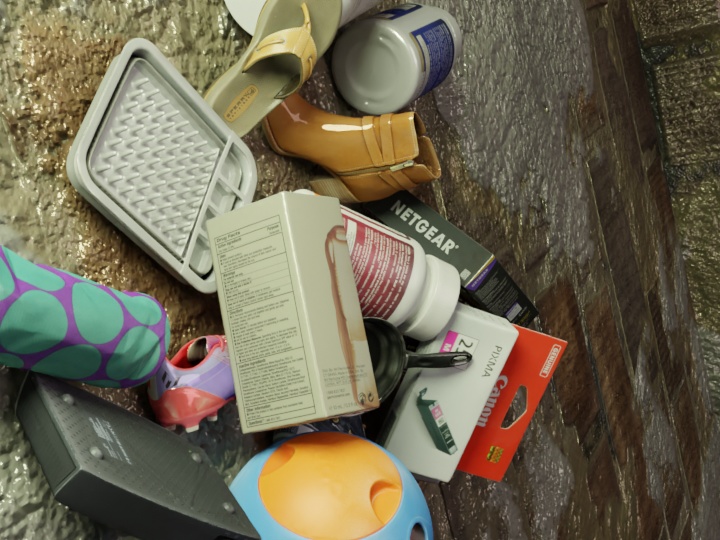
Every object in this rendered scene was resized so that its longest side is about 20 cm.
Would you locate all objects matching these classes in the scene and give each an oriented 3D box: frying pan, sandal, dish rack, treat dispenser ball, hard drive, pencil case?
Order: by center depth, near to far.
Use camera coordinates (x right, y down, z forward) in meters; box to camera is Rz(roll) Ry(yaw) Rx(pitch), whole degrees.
[{"bbox_3d":[-0.235,0.031,0.707,0.200,0.085,0.092,30,22,-54],"label":"pencil case"},{"bbox_3d":[-0.175,0.158,0.750,0.042,0.135,0.200,-49,136,2],"label":"hard drive"},{"bbox_3d":[-0.180,-0.090,0.872,0.200,0.043,0.172,49,44,-43],"label":"dish rack"},{"bbox_3d":[-0.033,0.249,0.883,0.201,0.201,0.201,21,65,-56],"label":"treat dispenser ball"},{"bbox_3d":[-0.083,-0.205,0.944,0.080,0.054,0.200,35,97,-35],"label":"sandal"},{"bbox_3d":[0.026,0.083,1.001,0.190,0.031,0.115,-25,123,-20],"label":"frying pan"}]

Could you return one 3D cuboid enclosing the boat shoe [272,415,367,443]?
[{"bbox_3d":[-0.014,0.194,1.052,0.200,0.071,0.091,52,46,-37],"label":"boat shoe"}]

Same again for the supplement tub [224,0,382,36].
[{"bbox_3d":[-0.051,-0.335,1.050,0.200,0.145,0.145,-48,124,-52],"label":"supplement tub"}]

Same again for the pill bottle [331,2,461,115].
[{"bbox_3d":[0.057,-0.282,1.245,0.200,0.120,0.120,-41,118,-55],"label":"pill bottle"}]

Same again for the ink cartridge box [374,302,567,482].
[{"bbox_3d":[0.131,0.150,1.096,0.044,0.173,0.200,-120,-129,-69],"label":"ink cartridge box"}]

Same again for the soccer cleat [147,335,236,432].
[{"bbox_3d":[-0.123,0.086,0.904,0.200,0.067,0.077,-26,110,-55],"label":"soccer cleat"}]

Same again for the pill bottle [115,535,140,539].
[{"bbox_3d":[-0.164,0.313,0.741,0.104,0.104,0.200,-25,104,-58],"label":"pill bottle"}]

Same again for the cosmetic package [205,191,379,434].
[{"bbox_3d":[-0.062,0.039,0.871,0.087,0.103,0.200,0,77,-54],"label":"cosmetic package"}]

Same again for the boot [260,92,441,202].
[{"bbox_3d":[-0.011,-0.156,1.063,0.200,0.155,0.074,48,44,-43],"label":"boot"}]

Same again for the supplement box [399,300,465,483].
[{"bbox_3d":[0.085,0.143,1.170,0.109,0.061,0.200,-50,144,-66],"label":"supplement box"}]

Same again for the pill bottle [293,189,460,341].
[{"bbox_3d":[0.000,0.000,1.016,0.200,0.110,0.110,24,59,-23],"label":"pill bottle"}]

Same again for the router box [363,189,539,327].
[{"bbox_3d":[0.112,-0.014,1.179,0.052,0.200,0.157,-48,139,-1],"label":"router box"}]
